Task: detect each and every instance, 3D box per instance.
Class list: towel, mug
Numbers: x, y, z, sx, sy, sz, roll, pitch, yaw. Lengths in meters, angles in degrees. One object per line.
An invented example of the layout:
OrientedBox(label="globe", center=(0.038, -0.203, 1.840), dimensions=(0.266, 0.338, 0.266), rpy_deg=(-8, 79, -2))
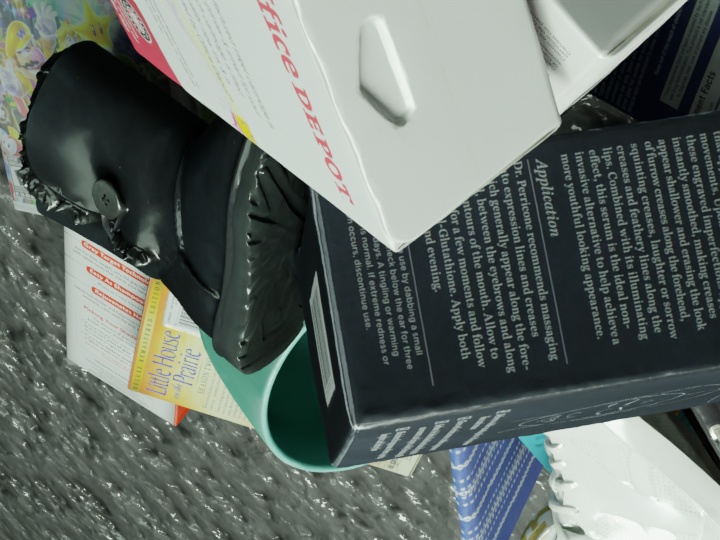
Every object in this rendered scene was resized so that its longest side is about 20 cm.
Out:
OrientedBox(label="towel", center=(0.075, 0.062, 0.959), dimensions=(0.024, 0.145, 0.200), rpy_deg=(12, 138, 22))
OrientedBox(label="mug", center=(-0.001, 0.009, 0.983), dimensions=(0.114, 0.185, 0.152), rpy_deg=(50, 171, 39))

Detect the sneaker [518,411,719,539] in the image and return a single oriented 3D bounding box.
OrientedBox(label="sneaker", center=(0.109, 0.106, 0.901), dimensions=(0.116, 0.074, 0.200), rpy_deg=(-41, 103, 17))

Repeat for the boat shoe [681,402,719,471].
OrientedBox(label="boat shoe", center=(0.154, 0.032, 0.878), dimensions=(0.200, 0.060, 0.074), rpy_deg=(51, -178, 8))

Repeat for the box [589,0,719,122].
OrientedBox(label="box", center=(0.153, -0.105, 0.783), dimensions=(0.200, 0.032, 0.121), rpy_deg=(31, 146, 14))

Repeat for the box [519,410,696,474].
OrientedBox(label="box", center=(0.182, 0.130, 0.991), dimensions=(0.200, 0.082, 0.049), rpy_deg=(48, 146, -13))

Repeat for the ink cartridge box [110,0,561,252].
OrientedBox(label="ink cartridge box", center=(-0.032, -0.118, 0.641), dimensions=(0.200, 0.086, 0.148), rpy_deg=(37, 159, 43))

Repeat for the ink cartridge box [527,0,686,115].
OrientedBox(label="ink cartridge box", center=(0.049, -0.131, 0.707), dimensions=(0.145, 0.084, 0.200), rpy_deg=(49, 165, 1))

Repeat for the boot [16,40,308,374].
OrientedBox(label="boot", center=(-0.090, -0.063, 0.847), dimensions=(0.168, 0.076, 0.200), rpy_deg=(37, 139, 21))

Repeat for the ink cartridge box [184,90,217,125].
OrientedBox(label="ink cartridge box", center=(-0.126, -0.154, 0.956), dimensions=(0.200, 0.059, 0.104), rpy_deg=(23, 127, 25))

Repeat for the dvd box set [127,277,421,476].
OrientedBox(label="dvd box set", center=(-0.043, 0.060, 1.121), dimensions=(0.199, 0.029, 0.146), rpy_deg=(17, 145, -2))

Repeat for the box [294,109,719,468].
OrientedBox(label="box", center=(0.079, 0.011, 0.758), dimensions=(0.148, 0.199, 0.107), rpy_deg=(111, 150, -77))

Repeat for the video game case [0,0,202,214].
OrientedBox(label="video game case", center=(-0.148, -0.115, 0.940), dimensions=(0.143, 0.018, 0.201), rpy_deg=(12, 121, 33))

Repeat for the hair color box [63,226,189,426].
OrientedBox(label="hair color box", center=(-0.145, 0.012, 1.198), dimensions=(0.101, 0.061, 0.200), rpy_deg=(31, 147, 12))
